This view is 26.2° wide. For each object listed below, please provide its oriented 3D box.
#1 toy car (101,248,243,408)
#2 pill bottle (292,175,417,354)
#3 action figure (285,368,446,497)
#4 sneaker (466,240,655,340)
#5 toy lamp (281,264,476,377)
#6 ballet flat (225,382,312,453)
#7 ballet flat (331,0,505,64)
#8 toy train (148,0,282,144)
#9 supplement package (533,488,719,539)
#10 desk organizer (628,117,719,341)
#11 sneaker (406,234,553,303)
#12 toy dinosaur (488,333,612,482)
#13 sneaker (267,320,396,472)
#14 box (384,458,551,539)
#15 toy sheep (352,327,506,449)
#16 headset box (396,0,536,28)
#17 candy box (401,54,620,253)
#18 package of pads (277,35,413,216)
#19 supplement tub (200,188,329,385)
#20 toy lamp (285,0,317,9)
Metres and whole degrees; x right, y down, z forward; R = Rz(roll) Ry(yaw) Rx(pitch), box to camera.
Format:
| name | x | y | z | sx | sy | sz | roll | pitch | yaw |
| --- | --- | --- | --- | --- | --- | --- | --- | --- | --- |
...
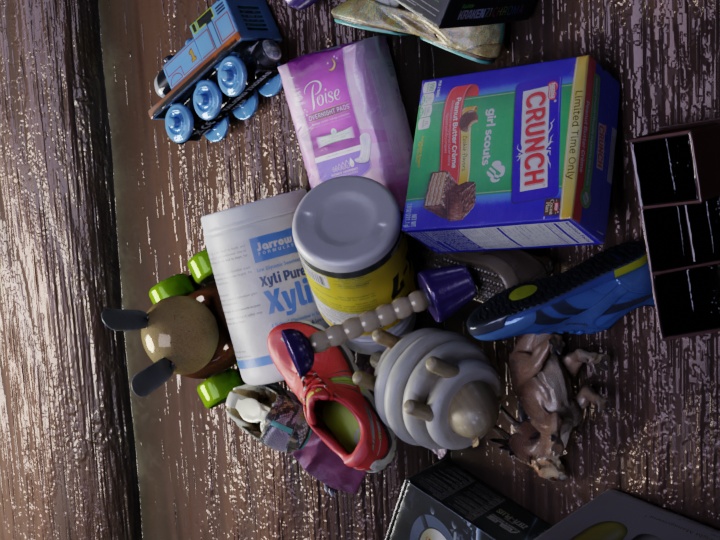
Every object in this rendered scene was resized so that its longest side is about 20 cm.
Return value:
| name | x | y | z | sx | sy | sz | roll | pitch | yaw |
| --- | --- | --- | --- | --- | --- | --- | --- | --- | --- |
| toy car | -0.218 | 0.082 | 1.825 | 0.158 | 0.200 | 0.165 | -34 | 80 | 37 |
| pill bottle | 0.000 | 0.000 | 1.642 | 0.114 | 0.114 | 0.200 | 33 | 159 | 26 |
| action figure | 0.012 | 0.160 | 1.761 | 0.200 | 0.134 | 0.149 | -45 | 31 | 23 |
| sneaker | 0.205 | 0.041 | 1.528 | 0.199 | 0.066 | 0.079 | -21 | 112 | -4 |
| toy lamp | 0.022 | 0.048 | 1.566 | 0.199 | 0.058 | 0.058 | -24 | 85 | -6 |
| ballet flat | -0.115 | 0.157 | 1.763 | 0.200 | 0.072 | 0.073 | -166 | 67 | -68 |
| ballet flat | 0.063 | -0.270 | 1.615 | 0.199 | 0.071 | 0.071 | 20 | 112 | 26 |
| toy train | -0.168 | -0.227 | 1.791 | 0.200 | 0.086 | 0.115 | -34 | 71 | 39 |
| supplement package | 0.270 | 0.338 | 1.522 | 0.190 | 0.200 | 0.148 | 17 | 111 | 32 |
| desk organizer | 0.315 | -0.038 | 1.473 | 0.071 | 0.077 | 0.201 | -6 | 98 | 38 |
| sneaker | 0.121 | -0.012 | 1.640 | 0.200 | 0.075 | 0.071 | 31 | 134 | 49 |
| toy dinosaur | 0.186 | 0.125 | 1.613 | 0.135 | 0.085 | 0.201 | -9 | 85 | 59 |
| sneaker | -0.036 | 0.127 | 1.639 | 0.077 | 0.085 | 0.200 | -47 | 66 | 15 |
| box | 0.125 | 0.333 | 1.702 | 0.199 | 0.086 | 0.165 | 31 | 117 | 27 |
| toy sheep | 0.071 | 0.120 | 1.614 | 0.200 | 0.137 | 0.139 | 32 | 120 | 49 |
| headset box | 0.126 | -0.345 | 1.480 | 0.093 | 0.174 | 0.201 | 37 | 119 | 25 |
| candy box | 0.150 | -0.111 | 1.542 | 0.199 | 0.077 | 0.170 | -3 | 71 | 36 |
| package of pads | -0.006 | -0.147 | 1.690 | 0.120 | 0.076 | 0.201 | -12 | 94 | 35 |
| supplement tub | -0.097 | 0.019 | 1.763 | 0.131 | 0.132 | 0.201 | -13 | 94 | 38 |
| toy lamp | -0.016 | -0.356 | 1.649 | 0.200 | 0.058 | 0.058 | -45 | 74 | 34 |
